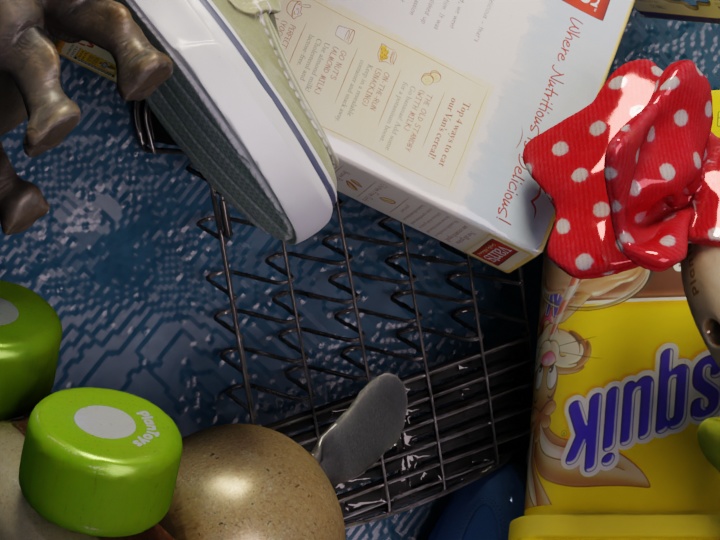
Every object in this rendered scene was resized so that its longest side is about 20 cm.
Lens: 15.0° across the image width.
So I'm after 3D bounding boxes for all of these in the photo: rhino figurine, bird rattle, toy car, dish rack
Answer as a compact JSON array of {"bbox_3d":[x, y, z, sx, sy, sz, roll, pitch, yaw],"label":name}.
[{"bbox_3d":[-0.151,-0.048,0.963,0.060,0.200,0.088,-19,72,-50],"label":"rhino figurine"},{"bbox_3d":[0.159,0.005,1.010,0.162,0.113,0.201,-20,70,-33],"label":"bird rattle"},{"bbox_3d":[-0.069,0.095,1.028,0.199,0.158,0.165,-9,124,-38],"label":"toy car"},{"bbox_3d":[0.000,0.000,1.112,0.153,0.054,0.201,-17,108,-24],"label":"dish rack"}]

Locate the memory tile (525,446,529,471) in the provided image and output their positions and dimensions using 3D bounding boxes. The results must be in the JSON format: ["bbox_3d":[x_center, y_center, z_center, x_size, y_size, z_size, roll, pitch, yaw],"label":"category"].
[{"bbox_3d":[0.173,0.041,1.140,0.017,0.199,0.154,32,67,-64],"label":"memory tile"}]

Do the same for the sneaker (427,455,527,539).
[{"bbox_3d":[0.022,0.172,1.144,0.078,0.066,0.201,17,90,-26],"label":"sneaker"}]

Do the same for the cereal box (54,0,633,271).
[{"bbox_3d":[0.001,-0.106,1.046,0.199,0.040,0.145,27,70,-11],"label":"cereal box"}]

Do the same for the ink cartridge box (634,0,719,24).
[{"bbox_3d":[0.089,-0.175,1.106,0.200,0.099,0.039,42,76,-28],"label":"ink cartridge box"}]

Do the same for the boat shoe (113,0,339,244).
[{"bbox_3d":[-0.061,-0.104,0.958,0.062,0.072,0.201,-34,88,-16],"label":"boat shoe"}]

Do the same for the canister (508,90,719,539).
[{"bbox_3d":[0.139,0.034,1.098,0.086,0.148,0.201,31,60,-59],"label":"canister"}]
